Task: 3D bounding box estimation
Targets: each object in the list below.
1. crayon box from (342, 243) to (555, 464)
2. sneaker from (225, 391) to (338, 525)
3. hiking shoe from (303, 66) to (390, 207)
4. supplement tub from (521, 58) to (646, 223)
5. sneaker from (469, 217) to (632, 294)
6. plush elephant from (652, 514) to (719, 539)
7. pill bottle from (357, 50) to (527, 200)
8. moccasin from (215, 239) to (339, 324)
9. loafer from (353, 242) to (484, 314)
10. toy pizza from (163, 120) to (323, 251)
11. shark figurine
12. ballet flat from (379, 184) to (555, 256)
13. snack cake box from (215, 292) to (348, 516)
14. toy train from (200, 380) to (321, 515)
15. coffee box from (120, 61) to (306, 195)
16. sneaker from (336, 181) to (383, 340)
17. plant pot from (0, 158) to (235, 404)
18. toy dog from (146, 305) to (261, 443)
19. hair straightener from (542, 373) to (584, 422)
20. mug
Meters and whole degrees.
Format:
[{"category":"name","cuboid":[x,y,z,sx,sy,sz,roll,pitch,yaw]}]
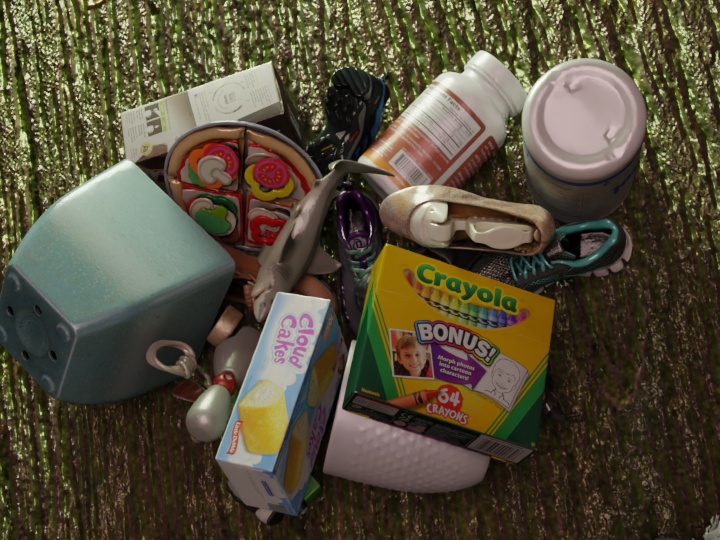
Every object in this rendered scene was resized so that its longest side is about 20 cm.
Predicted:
[{"category":"crayon box","cuboid":[0.095,0.086,1.151,0.197,0.058,0.175,18,61,-9]},{"category":"sneaker","cuboid":[-0.082,0.183,1.252,0.078,0.074,0.202,25,61,11]},{"category":"hiking shoe","cuboid":[-0.020,-0.143,1.334,0.074,0.086,0.202,37,110,29]},{"category":"supplement tub","cuboid":[0.244,-0.137,1.219,0.129,0.200,0.135,-2,78,10]},{"category":"sneaker","cuboid":[0.212,-0.018,1.256,0.197,0.091,0.079,-21,74,6]},{"category":"plush elephant","cuboid":[0.370,0.343,1.134,0.153,0.166,0.201,22,119,-21]},{"category":"pill bottle","cuboid":[0.099,-0.156,1.296,0.200,0.112,0.112,-45,74,-2]},{"category":"moccasin","cuboid":[-0.118,0.024,1.309,0.198,0.074,0.078,21,57,13]},{"category":"loafer","cuboid":[0.088,-0.005,1.261,0.199,0.072,0.073,-38,107,-20]},{"category":"toy pizza","cuboid":[-0.136,-0.089,1.289,0.196,0.202,0.032,2,46,11]},{"category":"shark figurine","cuboid":[-0.047,-0.040,1.253,0.089,0.128,0.216,31,99,-16]},{"category":"ballet flat","cuboid":[0.114,-0.051,1.202,0.196,0.067,0.069,3,115,10]},{"category":"snack cake box","cuboid":[-0.078,0.141,1.174,0.066,0.116,0.203,7,59,18]},{"category":"toy train","cuboid":[-0.121,0.200,1.300,0.056,0.042,0.200,-41,74,-10]},{"category":"coffee box","cuboid":[-0.175,-0.161,1.339,0.197,0.113,0.081,-18,62,7]},{"category":"sneaker","cuboid":[0.000,0.000,1.293,0.073,0.088,0.204,-15,76,7]},{"category":"plant pot","cuboid":[-0.295,0.031,1.242,0.195,0.199,0.198,42,130,16]},{"category":"toy dog","cuboid":[-0.155,0.128,1.235,0.132,0.199,0.097,41,125,15]},{"category":"hair straightener","cuboid":[0.180,0.093,1.245,0.200,0.077,0.041,46,113,10]},{"category":"mug","cuboid":[0.063,0.144,1.223,0.172,0.148,0.204,13,75,0]}]
